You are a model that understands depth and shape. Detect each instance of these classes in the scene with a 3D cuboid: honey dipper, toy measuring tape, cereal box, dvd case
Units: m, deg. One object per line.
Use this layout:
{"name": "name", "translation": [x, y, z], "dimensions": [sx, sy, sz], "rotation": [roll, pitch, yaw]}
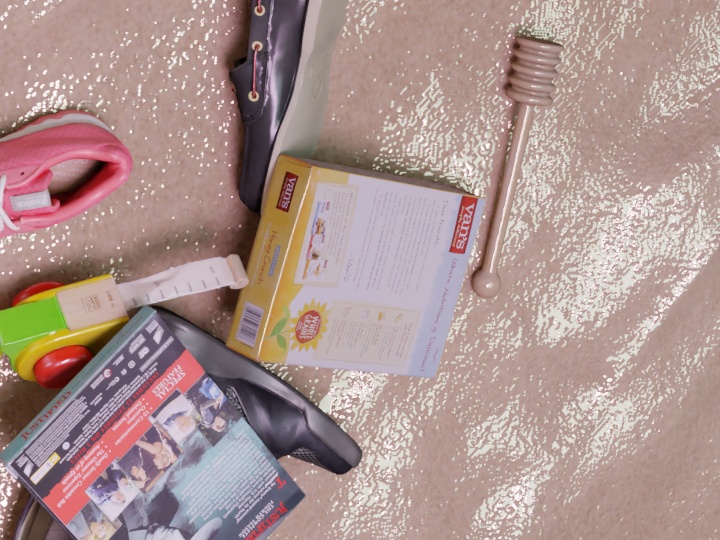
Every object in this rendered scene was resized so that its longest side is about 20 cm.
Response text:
{"name": "honey dipper", "translation": [0.116, -0.076, 1.845], "dimensions": [0.038, 0.038, 0.201], "rotation": [4, 104, -30]}
{"name": "toy measuring tape", "translation": [-0.176, 0.035, 1.685], "dimensions": [0.199, 0.074, 0.074], "rotation": [-15, 111, -18]}
{"name": "cereal box", "translation": [0.000, 0.000, 1.766], "dimensions": [0.199, 0.039, 0.145], "rotation": [9, 100, -49]}
{"name": "dvd case", "translation": [-0.139, 0.142, 1.672], "dimensions": [0.146, 0.022, 0.200], "rotation": [-47, 124, -14]}

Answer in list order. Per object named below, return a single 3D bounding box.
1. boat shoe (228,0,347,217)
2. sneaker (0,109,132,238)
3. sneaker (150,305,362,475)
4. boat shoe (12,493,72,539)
{"name": "boat shoe", "translation": [-0.057, -0.135, 1.719], "dimensions": [0.074, 0.063, 0.203], "rotation": [-39, 144, -63]}
{"name": "sneaker", "translation": [-0.243, -0.055, 1.619], "dimensions": [0.199, 0.087, 0.074], "rotation": [-23, 112, -22]}
{"name": "sneaker", "translation": [-0.096, 0.117, 1.756], "dimensions": [0.199, 0.076, 0.115], "rotation": [31, 89, -29]}
{"name": "boat shoe", "translation": [-0.195, 0.158, 1.690], "dimensions": [0.065, 0.072, 0.201], "rotation": [-15, 133, -63]}
